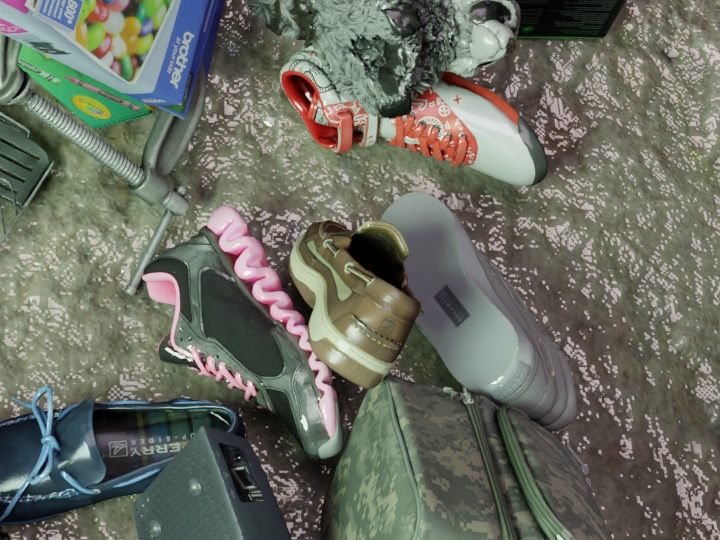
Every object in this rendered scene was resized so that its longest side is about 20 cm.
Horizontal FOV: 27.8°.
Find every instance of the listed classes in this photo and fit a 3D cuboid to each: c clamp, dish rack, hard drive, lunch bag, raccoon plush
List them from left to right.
[{"bbox_3d":[-0.303,-0.044,0.961,0.153,0.055,0.200,27,60,0],"label":"dish rack"},{"bbox_3d":[-0.170,-0.106,0.953,0.200,0.027,0.171,44,65,-40],"label":"c clamp"},{"bbox_3d":[-0.073,0.205,0.848,0.042,0.135,0.200,-4,62,-34],"label":"hard drive"},{"bbox_3d":[0.023,-0.200,1.036,0.200,0.097,0.134,43,53,17],"label":"raccoon plush"},{"bbox_3d":[0.075,0.166,0.867,0.167,0.140,0.200,18,20,-13],"label":"lunch bag"}]

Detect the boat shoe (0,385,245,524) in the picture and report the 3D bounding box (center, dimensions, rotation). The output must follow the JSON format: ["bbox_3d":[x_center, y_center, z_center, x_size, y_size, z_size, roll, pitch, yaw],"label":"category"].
[{"bbox_3d":[-0.172,0.104,0.908,0.199,0.069,0.084,-13,67,-19],"label":"boat shoe"}]

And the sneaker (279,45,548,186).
[{"bbox_3d":[0.033,-0.107,1.068,0.201,0.067,0.108,42,63,13],"label":"sneaker"}]

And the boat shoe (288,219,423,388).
[{"bbox_3d":[0.005,0.003,0.942,0.075,0.075,0.202,30,15,-20],"label":"boat shoe"}]

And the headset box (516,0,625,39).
[{"bbox_3d":[0.113,-0.295,1.166,0.174,0.093,0.201,-2,64,-14],"label":"headset box"}]

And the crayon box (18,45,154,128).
[{"bbox_3d":[-0.211,-0.201,0.989,0.058,0.200,0.119,-10,58,27],"label":"crayon box"}]

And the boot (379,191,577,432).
[{"bbox_3d":[0.079,0.033,1.011,0.074,0.096,0.200,-39,45,13],"label":"boot"}]

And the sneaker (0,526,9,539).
[{"bbox_3d":[-0.209,0.169,0.843,0.106,0.075,0.201,-11,88,-8],"label":"sneaker"}]

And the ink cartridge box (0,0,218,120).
[{"bbox_3d":[-0.157,-0.183,0.918,0.200,0.042,0.120,25,75,-49],"label":"ink cartridge box"}]

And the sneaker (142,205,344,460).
[{"bbox_3d":[-0.081,0.052,0.952,0.095,0.079,0.200,-26,57,-13],"label":"sneaker"}]

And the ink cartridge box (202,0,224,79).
[{"bbox_3d":[-0.136,-0.260,1.039,0.047,0.200,0.198,-10,56,30],"label":"ink cartridge box"}]
